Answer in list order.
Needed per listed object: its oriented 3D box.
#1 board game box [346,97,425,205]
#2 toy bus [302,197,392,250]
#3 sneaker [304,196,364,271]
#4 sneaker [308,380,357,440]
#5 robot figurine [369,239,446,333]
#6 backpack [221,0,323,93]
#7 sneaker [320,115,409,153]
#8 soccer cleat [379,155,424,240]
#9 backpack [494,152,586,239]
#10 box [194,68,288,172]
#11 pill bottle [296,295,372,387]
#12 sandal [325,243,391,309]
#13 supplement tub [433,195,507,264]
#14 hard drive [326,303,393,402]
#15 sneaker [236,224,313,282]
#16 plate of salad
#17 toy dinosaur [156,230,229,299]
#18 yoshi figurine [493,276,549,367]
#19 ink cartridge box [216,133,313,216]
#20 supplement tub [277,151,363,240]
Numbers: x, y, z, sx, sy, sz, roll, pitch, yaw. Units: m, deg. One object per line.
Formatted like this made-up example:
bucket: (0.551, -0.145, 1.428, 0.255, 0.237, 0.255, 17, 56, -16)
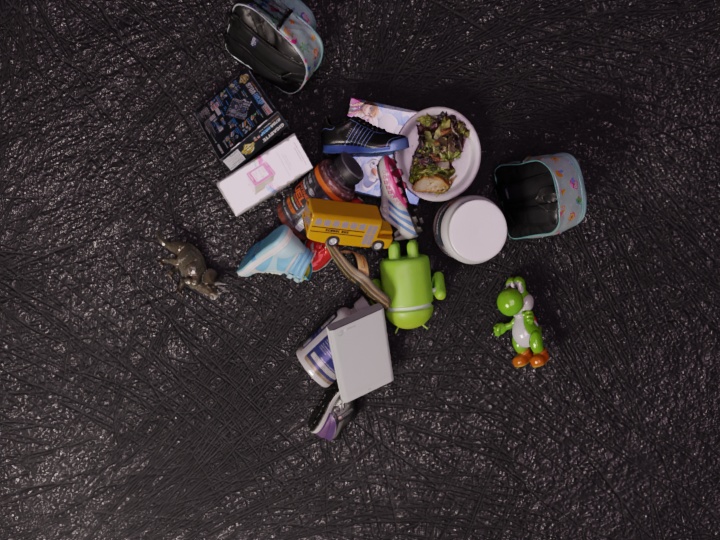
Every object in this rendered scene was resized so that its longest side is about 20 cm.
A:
board game box: (0.053, -0.266, 1.489, 0.193, 0.043, 0.206, 10, 96, -3)
toy bus: (-0.023, -0.098, 1.397, 0.195, 0.066, 0.079, 4, 132, -23)
sneaker: (-0.065, -0.086, 1.482, 0.076, 0.085, 0.202, 37, 93, -3)
sneaker: (-0.036, 0.300, 1.536, 0.087, 0.076, 0.202, 32, 94, -23)
robot figurine: (0.104, 0.036, 1.481, 0.170, 0.116, 0.206, -6, 96, 6)
backpack: (-0.173, -0.485, 1.399, 0.199, 0.177, 0.152, 40, 63, -5)
sneaker: (0.008, -0.293, 1.424, 0.194, 0.070, 0.080, 1, 101, 9)
soccer cleat: (0.069, -0.150, 1.446, 0.084, 0.070, 0.203, -16, 118, 22)
backpack: (0.400, -0.163, 1.427, 0.149, 0.199, 0.181, -11, 94, -16)
box: (-0.260, -0.325, 1.416, 0.158, 0.046, 0.201, -38, 51, 3)
pill bottle: (-0.040, 0.156, 1.491, 0.200, 0.111, 0.111, -43, 95, 3)
sandal: (0.000, 0.000, 1.437, 0.199, 0.080, 0.054, 43, 79, 5)
supplement tub: (0.235, -0.089, 1.430, 0.136, 0.200, 0.145, 0, 95, -1)
hard drive: (0.002, 0.182, 1.441, 0.129, 0.026, 0.204, -22, 125, -18)
sneaker: (-0.182, -0.008, 1.468, 0.130, 0.081, 0.198, 39, 138, -22)
plate of salad: (0.172, -0.255, 1.451, 0.194, 0.048, 0.206, 0, 97, -4)
toy dinosaur: (-0.390, -0.010, 1.500, 0.101, 0.077, 0.203, -33, 90, -10)
yoshi figurine: (0.356, 0.119, 1.500, 0.109, 0.112, 0.206, -14, 92, 7)
ink cartridge box: (-0.203, -0.206, 1.439, 0.197, 0.145, 0.086, -31, 98, 2)
supplement tub: (-0.084, -0.165, 1.434, 0.199, 0.107, 0.107, -40, 95, 25)
